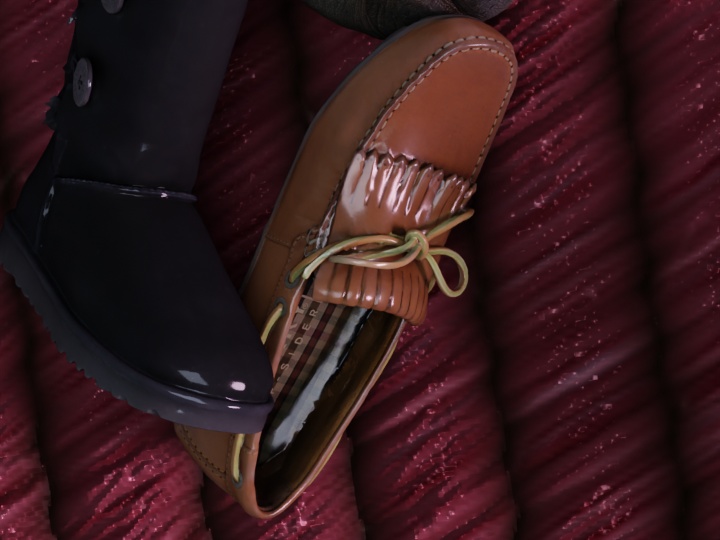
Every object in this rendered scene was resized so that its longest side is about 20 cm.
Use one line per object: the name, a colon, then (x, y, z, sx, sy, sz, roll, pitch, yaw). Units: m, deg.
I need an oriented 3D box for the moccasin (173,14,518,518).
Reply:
moccasin: (-0.001, -0.001, 0.846, 0.202, 0.073, 0.078, -56, 42, 11)

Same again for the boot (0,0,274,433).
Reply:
boot: (-0.059, -0.065, 0.819, 0.165, 0.065, 0.201, 37, 113, 43)

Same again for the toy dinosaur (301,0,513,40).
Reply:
toy dinosaur: (0.027, -0.119, 0.833, 0.200, 0.077, 0.102, -37, 124, 25)
